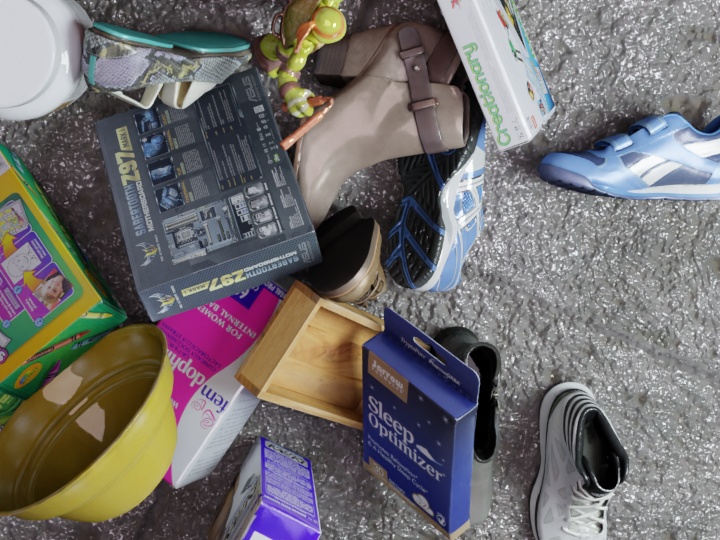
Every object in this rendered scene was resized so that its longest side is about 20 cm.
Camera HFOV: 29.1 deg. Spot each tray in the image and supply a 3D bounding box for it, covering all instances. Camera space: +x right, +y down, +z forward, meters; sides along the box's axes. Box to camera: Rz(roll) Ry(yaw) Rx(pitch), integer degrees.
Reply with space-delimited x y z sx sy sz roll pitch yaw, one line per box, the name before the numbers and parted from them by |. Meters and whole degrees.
tray | -0.021 0.080 1.236 0.037 0.200 0.099 35 95 32

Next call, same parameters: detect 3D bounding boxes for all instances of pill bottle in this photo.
pill bottle | -0.284 -0.183 1.155 0.113 0.200 0.115 -1 99 -4

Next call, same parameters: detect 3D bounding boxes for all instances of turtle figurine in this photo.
turtle figurine | -0.049 -0.200 1.187 0.064 0.161 0.201 23 88 -18

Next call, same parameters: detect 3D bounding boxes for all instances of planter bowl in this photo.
planter bowl | -0.213 0.145 1.146 0.200 0.201 0.084 -39 117 2

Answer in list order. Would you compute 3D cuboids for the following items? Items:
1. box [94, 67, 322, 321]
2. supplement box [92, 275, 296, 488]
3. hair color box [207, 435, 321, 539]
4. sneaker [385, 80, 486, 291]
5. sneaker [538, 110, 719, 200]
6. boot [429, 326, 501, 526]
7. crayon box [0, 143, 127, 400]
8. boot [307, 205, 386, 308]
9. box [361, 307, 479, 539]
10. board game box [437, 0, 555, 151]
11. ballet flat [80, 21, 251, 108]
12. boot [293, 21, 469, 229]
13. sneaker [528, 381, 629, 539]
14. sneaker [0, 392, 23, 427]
box | -0.134 -0.069 1.201 0.157 0.201 0.051 -19 145 -3
supplement box | -0.134 0.082 1.249 0.101 0.103 0.201 34 96 9
hair color box | -0.089 0.232 1.236 0.064 0.200 0.110 28 96 -7
sneaker | 0.077 -0.075 1.278 0.075 0.077 0.202 13 84 36
sneaker | 0.259 -0.106 1.284 0.198 0.074 0.083 -1 97 -13
boot | 0.097 0.155 1.276 0.067 0.131 0.202 -5 100 -6
crayon box | -0.308 -0.003 1.207 0.119 0.058 0.200 -38 70 2
boot | 0.000 0.000 1.209 0.073 0.200 0.076 -33 102 6
box | 0.050 0.137 1.234 0.032 0.121 0.201 -30 140 -30
board game box | 0.112 -0.215 1.223 0.034 0.126 0.201 -19 101 23
ballet flat | -0.168 -0.173 1.187 0.072 0.200 0.073 4 98 30
boot | 0.023 -0.125 1.239 0.145 0.070 0.202 8 89 16
sneaker | 0.205 0.215 1.303 0.075 0.115 0.202 -4 99 -5
sneaker | -0.314 0.117 1.257 0.200 0.084 0.074 38 93 -10
